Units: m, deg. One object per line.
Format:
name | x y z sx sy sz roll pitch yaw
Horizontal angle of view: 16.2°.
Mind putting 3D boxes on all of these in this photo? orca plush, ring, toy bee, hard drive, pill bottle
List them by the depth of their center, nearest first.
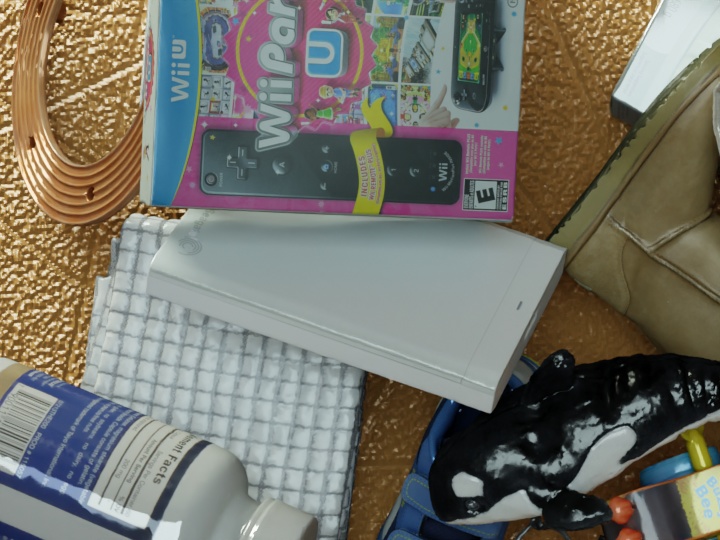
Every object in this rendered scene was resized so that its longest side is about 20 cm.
orca plush | 0.122 0.076 1.338 0.198 0.071 0.106 -10 43 22
pill bottle | -0.128 0.132 1.359 0.199 0.111 0.112 22 84 10
toy bee | 0.176 0.140 1.380 0.200 0.109 0.131 -41 76 6
hard drive | 0.000 0.000 1.388 0.199 0.026 0.132 19 40 11
ring | -0.145 -0.124 1.464 0.019 0.200 0.202 10 80 -35

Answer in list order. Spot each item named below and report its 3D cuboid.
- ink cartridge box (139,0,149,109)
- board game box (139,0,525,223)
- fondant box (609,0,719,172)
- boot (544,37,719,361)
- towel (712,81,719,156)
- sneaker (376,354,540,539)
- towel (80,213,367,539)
ink cartridge box | -0.021 -0.142 1.486 0.198 0.083 0.148 4 82 5
board game box | -0.016 -0.103 1.362 0.198 0.064 0.149 2 94 -10
fondant box | 0.264 -0.113 1.470 0.199 0.058 0.145 28 85 7
boot | 0.223 -0.009 1.423 0.200 0.066 0.175 38 114 -1
towel | 0.268 -0.018 1.383 0.132 0.034 0.202 -14 92 -29
sneaker | 0.052 0.136 1.437 0.073 0.082 0.201 18 84 5
towel | -0.077 0.077 1.459 0.164 0.086 0.202 7 83 8
